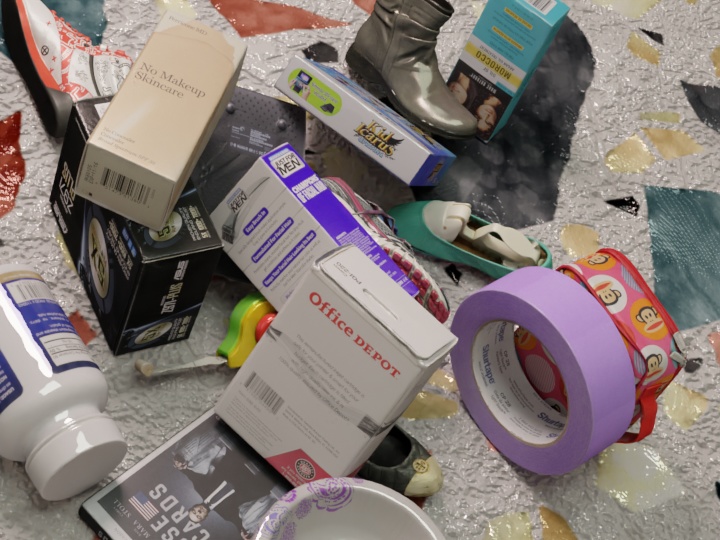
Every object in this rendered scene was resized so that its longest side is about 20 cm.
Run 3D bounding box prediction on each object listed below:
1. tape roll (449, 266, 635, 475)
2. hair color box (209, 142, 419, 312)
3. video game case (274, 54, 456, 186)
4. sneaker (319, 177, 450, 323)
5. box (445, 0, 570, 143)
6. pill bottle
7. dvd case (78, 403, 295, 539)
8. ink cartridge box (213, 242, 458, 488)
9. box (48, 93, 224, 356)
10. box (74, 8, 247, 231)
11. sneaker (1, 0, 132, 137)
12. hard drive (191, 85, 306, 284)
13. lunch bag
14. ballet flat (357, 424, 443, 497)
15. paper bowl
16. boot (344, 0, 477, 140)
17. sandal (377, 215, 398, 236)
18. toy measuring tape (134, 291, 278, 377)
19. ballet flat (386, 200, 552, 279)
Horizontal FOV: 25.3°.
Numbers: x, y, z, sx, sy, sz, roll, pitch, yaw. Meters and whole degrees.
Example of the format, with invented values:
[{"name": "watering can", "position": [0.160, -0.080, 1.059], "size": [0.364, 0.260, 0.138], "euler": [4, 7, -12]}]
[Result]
[{"name": "tape roll", "position": [0.179, 0.101, 1.611], "size": [0.065, 0.201, 0.200], "euler": [-26, 67, -34]}, {"name": "hair color box", "position": [-0.050, -0.013, 1.582], "size": [0.200, 0.109, 0.065], "euler": [48, 34, 3]}, {"name": "video game case", "position": [0.010, -0.162, 1.766], "size": [0.181, 0.046, 0.200], "euler": [37, 9, 7]}, {"name": "sneaker", "position": [0.018, -0.022, 1.623], "size": [0.200, 0.081, 0.075], "euler": [45, 38, 8]}, {"name": "box", "position": [0.162, -0.246, 1.861], "size": [0.082, 0.200, 0.049], "euler": [36, 49, 8]}, {"name": "pill bottle", "position": [-0.302, 0.105, 1.477], "size": [0.119, 0.120, 0.201], "euler": [-22, 65, -32]}, {"name": "dvd case", "position": [-0.143, 0.222, 1.513], "size": [0.150, 0.025, 0.200], "euler": [44, 51, 14]}, {"name": "ink cartridge box", "position": [-0.024, 0.098, 1.517], "size": [0.146, 0.200, 0.085], "euler": [41, 30, 10]}, {"name": "box", "position": [-0.227, -0.048, 1.591], "size": [0.086, 0.164, 0.201], "euler": [-12, 61, -28]}, {"name": "box", "position": [-0.186, -0.145, 1.521], "size": [0.094, 0.078, 0.201], "euler": [23, 50, -3]}, {"name": "sneaker", "position": [-0.317, -0.237, 1.761], "size": [0.107, 0.067, 0.202], "euler": [-13, 64, -29]}, {"name": "hard drive", "position": [-0.126, -0.087, 1.676], "size": [0.134, 0.042, 0.202], "euler": [14, 76, -33]}, {"name": "lunch bag", "position": [0.244, 0.094, 1.641], "size": [0.082, 0.200, 0.177], "euler": [-22, 67, -31]}, {"name": "ballet flat", "position": [0.000, 0.155, 1.595], "size": [0.199, 0.057, 0.066], "euler": [37, 52, 8]}, {"name": "paper bowl", "position": [-0.017, 0.297, 1.451], "size": [0.199, 0.105, 0.202], "euler": [11, 53, -15]}, {"name": "boot", "position": [0.075, -0.251, 1.859], "size": [0.200, 0.131, 0.068], "euler": [41, 32, 20]}, {"name": "sandal", "position": [0.000, 0.000, 1.700], "size": [0.086, 0.080, 0.201], "euler": [13, 53, -16]}, {"name": "toy measuring tape", "position": [-0.130, 0.060, 1.604], "size": [0.199, 0.074, 0.074], "euler": [-6, 57, -27]}, {"name": "ballet flat", "position": [0.125, -0.040, 1.779], "size": [0.199, 0.071, 0.068], "euler": [24, 50, -2]}]
